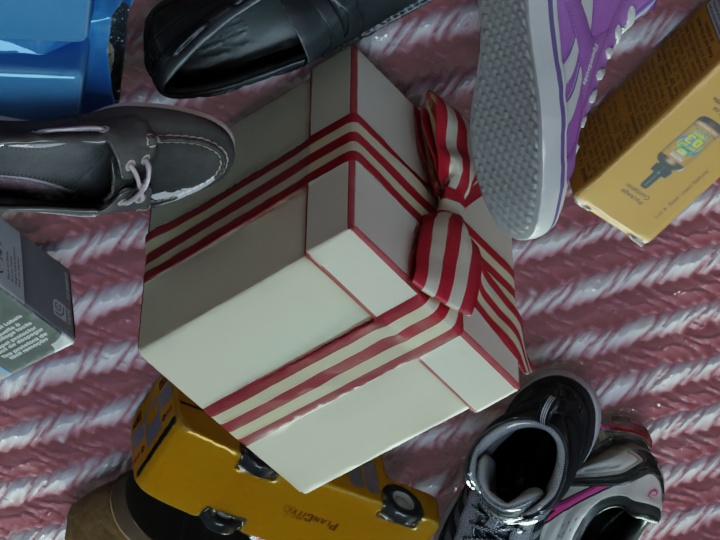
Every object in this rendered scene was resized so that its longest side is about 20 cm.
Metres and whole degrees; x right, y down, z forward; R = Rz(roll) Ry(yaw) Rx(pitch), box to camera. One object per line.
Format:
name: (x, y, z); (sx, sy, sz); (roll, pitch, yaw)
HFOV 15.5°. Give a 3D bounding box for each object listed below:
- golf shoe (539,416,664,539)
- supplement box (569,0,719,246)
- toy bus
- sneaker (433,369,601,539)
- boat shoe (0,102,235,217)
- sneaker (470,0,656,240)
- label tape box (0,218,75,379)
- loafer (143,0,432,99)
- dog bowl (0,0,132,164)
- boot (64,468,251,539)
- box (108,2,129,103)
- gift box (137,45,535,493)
golf shoe: (0.131, 0.191, 1.797); (0.072, 0.092, 0.200); (22, 124, -26)
supplement box: (0.211, -0.109, 1.581); (0.066, 0.069, 0.200); (32, 117, -29)
toy bus: (-0.048, 0.136, 1.730); (0.199, 0.078, 0.065); (21, 122, -24)
sneaker: (0.088, 0.160, 1.715); (0.075, 0.114, 0.201); (27, 99, 12)
boat shoe: (-0.166, -0.054, 1.456); (0.199, 0.057, 0.067); (2, 129, -11)
sneaker: (0.126, -0.120, 1.511); (0.114, 0.073, 0.201); (-6, 104, -34)
label tape box: (-0.287, 0.004, 1.563); (0.144, 0.063, 0.200); (-26, 139, 22)
loafer: (-0.028, -0.146, 1.508); (0.200, 0.071, 0.068); (-19, 130, 7)
dog bowl: (-0.186, -0.131, 1.459); (0.111, 0.050, 0.201); (2, 129, -11)
boot: (-0.119, 0.210, 1.797); (0.075, 0.074, 0.200); (-25, 123, 31)
box: (-0.201, -0.146, 1.501); (0.136, 0.038, 0.201); (2, 129, -11)
gift box: (0.000, 0.000, 1.569); (0.186, 0.185, 0.200); (-30, 132, 26)
